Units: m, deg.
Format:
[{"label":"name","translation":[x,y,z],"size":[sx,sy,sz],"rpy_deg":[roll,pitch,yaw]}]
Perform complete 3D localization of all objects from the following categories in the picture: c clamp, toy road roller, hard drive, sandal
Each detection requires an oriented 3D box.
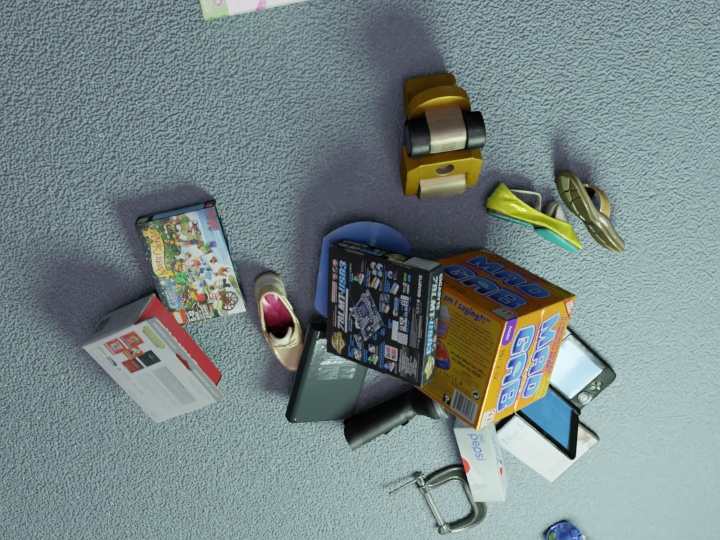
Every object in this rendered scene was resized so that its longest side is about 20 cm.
[{"label":"c clamp","translation":[0.175,0.489,1.595],"size":[0.170,0.027,0.201],"rpy_deg":[-31,114,2]},{"label":"toy road roller","translation":[0.122,-0.221,1.210],"size":[0.121,0.147,0.201],"rpy_deg":[-9,154,-4]},{"label":"hard drive","translation":[-0.052,0.190,1.390],"size":[0.138,0.033,0.202],"rpy_deg":[2,117,-31]},{"label":"sandal","translation":[0.407,-0.110,1.312],"size":[0.054,0.080,0.200],"rpy_deg":[-47,115,-2]}]

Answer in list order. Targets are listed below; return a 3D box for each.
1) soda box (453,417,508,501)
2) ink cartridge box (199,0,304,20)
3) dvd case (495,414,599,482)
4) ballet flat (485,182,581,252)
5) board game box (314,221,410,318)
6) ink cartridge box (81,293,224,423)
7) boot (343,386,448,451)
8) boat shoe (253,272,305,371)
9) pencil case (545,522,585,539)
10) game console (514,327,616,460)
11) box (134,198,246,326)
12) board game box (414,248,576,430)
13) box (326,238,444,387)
[{"label":"soda box","translation":[0.243,0.370,1.512],"size":[0.068,0.064,0.202],"rpy_deg":[-6,119,21]},{"label":"ink cartridge box","translation":[-0.139,-0.440,1.080],"size":[0.198,0.067,0.118],"rpy_deg":[-11,116,-1]},{"label":"dvd case","translation":[0.380,0.343,1.553],"size":[0.199,0.018,0.143],"rpy_deg":[37,106,-21]},{"label":"ballet flat","translation":[0.311,-0.096,1.313],"size":[0.198,0.067,0.068],"rpy_deg":[22,90,-15]},{"label":"board game box","translation":[0.000,0.000,1.328],"size":[0.156,0.039,0.202],"rpy_deg":[2,117,-14]},{"label":"ink cartridge box","translation":[-0.338,0.149,1.296],"size":[0.174,0.084,0.201],"rpy_deg":[-20,119,27]},{"label":"boot","translation":[0.060,0.274,1.403],"size":[0.198,0.165,0.066],"rpy_deg":[-23,88,4]},{"label":"boat shoe","translation":[-0.143,0.105,1.339],"size":[0.073,0.069,0.202],"rpy_deg":[-19,117,1]},{"label":"pencil case","translation":[0.494,0.638,1.676],"size":[0.086,0.078,0.200],"rpy_deg":[-27,119,31]},{"label":"game console","translation":[0.393,0.229,1.445],"size":[0.200,0.119,0.172],"rpy_deg":[39,105,-23]},{"label":"box","translation":[-0.285,-0.009,1.283],"size":[0.135,0.038,0.202],"rpy_deg":[-13,116,-1]},{"label":"board game box","translation":[0.204,0.106,1.273],"size":[0.199,0.199,0.202],"rpy_deg":[-13,124,-41]},{"label":"box","translation":[0.034,0.067,1.237],"size":[0.197,0.050,0.202],"rpy_deg":[16,113,33]}]
